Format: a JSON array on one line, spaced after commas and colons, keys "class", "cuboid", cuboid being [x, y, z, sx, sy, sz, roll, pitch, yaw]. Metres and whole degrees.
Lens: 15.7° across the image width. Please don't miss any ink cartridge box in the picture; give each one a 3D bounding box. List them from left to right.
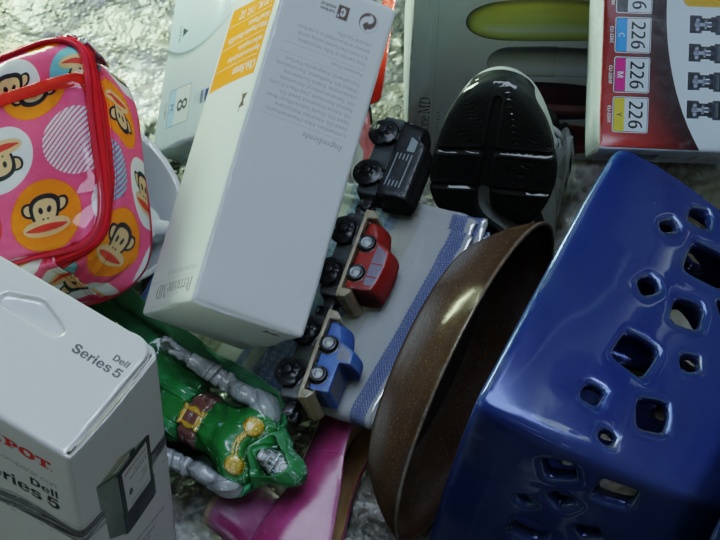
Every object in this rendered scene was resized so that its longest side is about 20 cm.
[{"class": "ink cartridge box", "cuboid": [-0.187, 0.093, 1.458, 0.145, 0.200, 0.084, 28, 59, 19]}, {"class": "ink cartridge box", "cuboid": [-0.051, -0.161, 1.628, 0.047, 0.200, 0.160, 19, 69, -32]}, {"class": "ink cartridge box", "cuboid": [0.222, -0.163, 1.501, 0.175, 0.084, 0.201, 2, 89, -1]}]

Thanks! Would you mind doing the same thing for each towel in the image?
[{"class": "towel", "cuboid": [-0.034, 0.009, 1.556, 0.200, 0.024, 0.147, 17, 68, 33]}]

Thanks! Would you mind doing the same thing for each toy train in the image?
[{"class": "toy train", "cuboid": [0.000, 0.000, 1.511, 0.046, 0.034, 0.200, 12, 65, 20]}]

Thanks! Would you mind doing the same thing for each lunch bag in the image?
[{"class": "lunch bag", "cuboid": [-0.226, -0.054, 1.554, 0.200, 0.082, 0.177, -17, 62, 17]}]

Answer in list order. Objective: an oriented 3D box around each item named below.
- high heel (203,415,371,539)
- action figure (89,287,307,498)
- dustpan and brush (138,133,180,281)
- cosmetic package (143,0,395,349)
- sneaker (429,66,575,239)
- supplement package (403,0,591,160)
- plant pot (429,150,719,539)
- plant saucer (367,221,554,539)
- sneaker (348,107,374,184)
[{"class": "high heel", "cuboid": [0.006, 0.108, 1.524, 0.200, 0.067, 0.096, -40, 54, -19]}, {"class": "action figure", "cuboid": [-0.110, 0.078, 1.521, 0.200, 0.055, 0.118, 25, 92, 29]}, {"class": "dustpan and brush", "cuboid": [-0.139, -0.030, 1.627, 0.200, 0.057, 0.140, 24, 62, -20]}, {"class": "cosmetic package", "cuboid": [-0.054, -0.062, 1.498, 0.071, 0.101, 0.200, 19, 78, -19]}, {"class": "sneaker", "cuboid": [0.089, -0.076, 1.581, 0.075, 0.201, 0.116, 5, 52, 9]}, {"class": "supplement package", "cuboid": [0.129, -0.182, 1.658, 0.199, 0.191, 0.147, 1, 55, 0]}, {"class": "plant pot", "cuboid": [0.168, 0.085, 1.473, 0.180, 0.200, 0.200, 26, 60, 10]}, {"class": "plant saucer", "cuboid": [0.052, 0.058, 1.482, 0.037, 0.201, 0.201, 23, 58, 15]}, {"class": "sneaker", "cuboid": [-0.030, -0.067, 1.650, 0.087, 0.074, 0.200, -12, 56, -7]}]
